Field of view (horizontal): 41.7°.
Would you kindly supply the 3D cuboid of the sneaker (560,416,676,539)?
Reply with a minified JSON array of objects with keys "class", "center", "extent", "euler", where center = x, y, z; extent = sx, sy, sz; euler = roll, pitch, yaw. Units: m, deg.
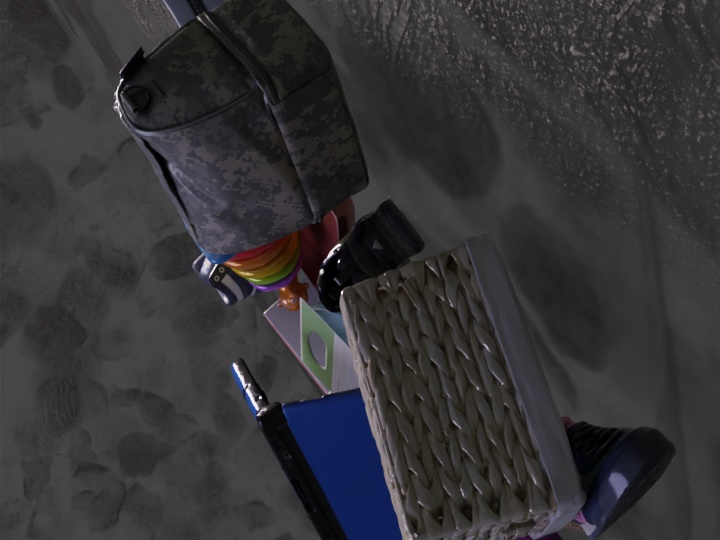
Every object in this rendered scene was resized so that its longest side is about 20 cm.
[{"class":"sneaker","center":[0.164,0.138,0.678],"extent":[0.082,0.070,0.201],"euler":[49,166,20]}]

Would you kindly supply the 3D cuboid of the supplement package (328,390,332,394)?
[{"class":"supplement package","center":[0.052,0.190,1.024],"extent":[0.198,0.121,0.121],"euler":[30,165,8]}]

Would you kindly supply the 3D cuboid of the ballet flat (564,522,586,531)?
[{"class":"ballet flat","center":[0.144,0.196,0.905],"extent":[0.070,0.066,0.200],"euler":[30,-171,-48]}]

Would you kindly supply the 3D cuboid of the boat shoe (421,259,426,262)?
[{"class":"boat shoe","center":[0.093,0.090,0.855],"extent":[0.204,0.064,0.074],"euler":[57,169,-7]}]

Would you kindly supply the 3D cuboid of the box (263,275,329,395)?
[{"class":"box","center":[-0.037,0.087,1.243],"extent":[0.153,0.106,0.200],"euler":[51,175,5]}]

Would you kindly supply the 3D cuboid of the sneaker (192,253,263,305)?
[{"class":"sneaker","center":[-0.155,-0.053,1.104],"extent":[0.070,0.107,0.203],"euler":[31,145,57]}]

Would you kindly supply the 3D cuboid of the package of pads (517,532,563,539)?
[{"class":"package of pads","center":[0.152,0.367,1.076],"extent":[0.121,0.199,0.076],"euler":[45,162,25]}]

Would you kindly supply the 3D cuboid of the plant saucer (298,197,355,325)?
[{"class":"plant saucer","center":[-0.059,-0.069,1.045],"extent":[0.200,0.036,0.201],"euler":[52,161,30]}]

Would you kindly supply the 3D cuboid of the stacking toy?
[{"class":"stacking toy","center":[-0.102,-0.019,1.056],"extent":[0.110,0.115,0.201],"euler":[51,174,40]}]

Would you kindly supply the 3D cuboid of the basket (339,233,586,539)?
[{"class":"basket","center":[0.066,0.099,0.688],"extent":[0.136,0.121,0.203],"euler":[82,173,-67]}]

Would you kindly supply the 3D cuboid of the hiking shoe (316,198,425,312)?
[{"class":"hiking shoe","center":[-0.004,-0.005,0.899],"extent":[0.076,0.100,0.200],"euler":[53,169,7]}]

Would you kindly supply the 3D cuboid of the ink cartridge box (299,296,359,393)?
[{"class":"ink cartridge box","center":[0.021,0.114,0.901],"extent":[0.200,0.048,0.146],"euler":[47,158,21]}]

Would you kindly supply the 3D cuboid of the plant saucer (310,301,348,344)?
[{"class":"plant saucer","center":[0.034,0.079,1.000],"extent":[0.197,0.028,0.201],"euler":[25,164,7]}]

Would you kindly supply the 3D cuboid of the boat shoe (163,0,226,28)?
[{"class":"boat shoe","center":[-0.154,-0.271,0.870],"extent":[0.202,0.069,0.066],"euler":[61,-174,-14]}]

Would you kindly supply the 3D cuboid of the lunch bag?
[{"class":"lunch bag","center":[-0.103,-0.119,0.813],"extent":[0.140,0.167,0.201],"euler":[47,167,32]}]

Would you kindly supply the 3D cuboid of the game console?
[{"class":"game console","center":[-0.021,0.172,0.915],"extent":[0.171,0.117,0.202],"euler":[46,161,58]}]
